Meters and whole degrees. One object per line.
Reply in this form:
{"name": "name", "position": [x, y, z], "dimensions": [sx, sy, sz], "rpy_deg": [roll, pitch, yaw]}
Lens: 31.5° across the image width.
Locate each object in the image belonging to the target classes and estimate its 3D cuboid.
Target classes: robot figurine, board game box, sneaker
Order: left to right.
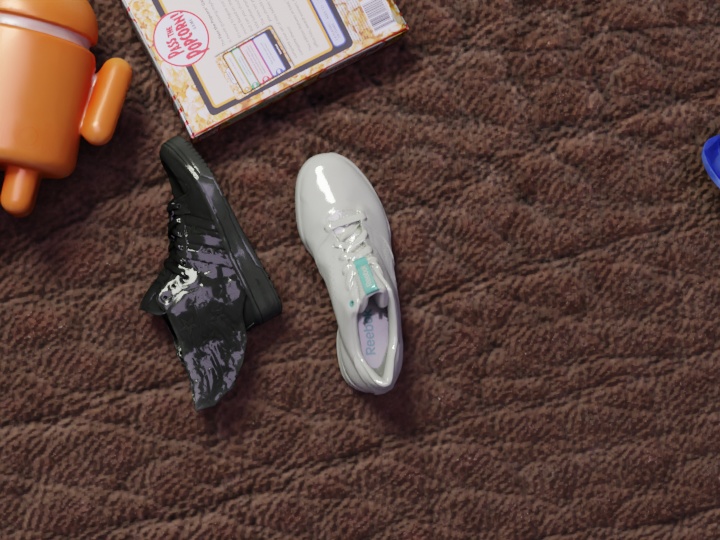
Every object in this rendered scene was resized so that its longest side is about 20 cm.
{"name": "robot figurine", "position": [-0.263, -0.144, 0.979], "dimensions": [0.143, 0.117, 0.201], "rpy_deg": [8, 87, 27]}
{"name": "sneaker", "position": [-0.136, 0.002, 1.019], "dimensions": [0.104, 0.060, 0.200], "rpy_deg": [-31, 96, -12]}
{"name": "board game box", "position": [-0.083, -0.216, 1.039], "dimensions": [0.199, 0.046, 0.152], "rpy_deg": [-27, 92, -8]}
{"name": "sneaker", "position": [0.000, 0.000, 1.023], "dimensions": [0.075, 0.088, 0.201], "rpy_deg": [-15, 90, -6]}

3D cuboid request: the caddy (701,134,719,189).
{"name": "caddy", "position": [0.379, -0.070, 1.043], "dimensions": [0.199, 0.141, 0.105], "rpy_deg": [31, 126, 11]}
